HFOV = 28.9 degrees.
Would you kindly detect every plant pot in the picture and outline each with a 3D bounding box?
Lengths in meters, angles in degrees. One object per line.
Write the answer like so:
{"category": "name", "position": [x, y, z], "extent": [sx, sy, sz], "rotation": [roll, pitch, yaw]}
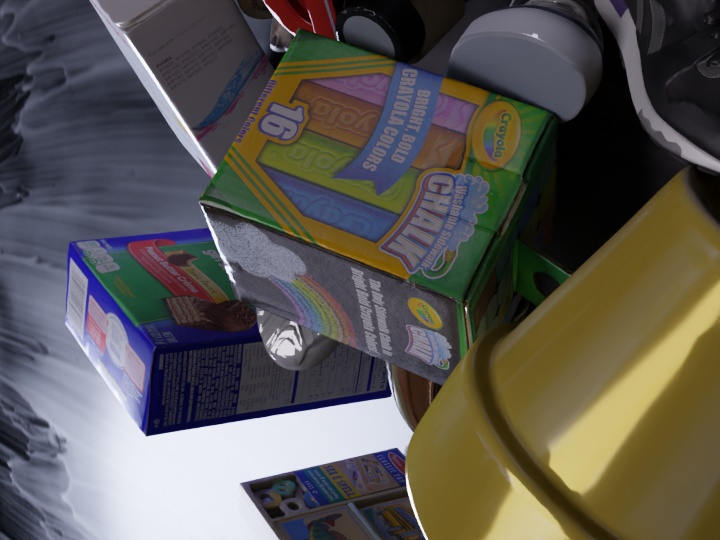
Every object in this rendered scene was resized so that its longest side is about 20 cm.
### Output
{"category": "plant pot", "position": [0.149, 0.063, 0.632], "extent": [0.189, 0.200, 0.201], "rotation": [-60, 44, 26]}

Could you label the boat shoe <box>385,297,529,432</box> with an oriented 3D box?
{"category": "boat shoe", "position": [0.065, 0.015, 0.874], "extent": [0.074, 0.075, 0.201], "rotation": [15, 110, 44]}

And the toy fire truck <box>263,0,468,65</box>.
{"category": "toy fire truck", "position": [-0.051, -0.203, 0.777], "extent": [0.199, 0.129, 0.176], "rotation": [18, 143, 35]}

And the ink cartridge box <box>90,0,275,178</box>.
{"category": "ink cartridge box", "position": [-0.125, -0.159, 1.064], "extent": [0.148, 0.085, 0.200], "rotation": [49, 171, 46]}

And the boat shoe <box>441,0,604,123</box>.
{"category": "boat shoe", "position": [0.099, -0.126, 0.763], "extent": [0.086, 0.074, 0.202], "rotation": [-55, 3, -7]}

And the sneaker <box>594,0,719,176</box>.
{"category": "sneaker", "position": [0.157, -0.121, 0.631], "extent": [0.200, 0.075, 0.088], "rotation": [-109, 18, -47]}

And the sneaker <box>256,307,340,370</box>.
{"category": "sneaker", "position": [0.000, 0.000, 0.915], "extent": [0.078, 0.200, 0.100], "rotation": [7, 138, 27]}

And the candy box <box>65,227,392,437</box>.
{"category": "candy box", "position": [-0.095, 0.035, 1.029], "extent": [0.169, 0.199, 0.077], "rotation": [42, 129, 48]}

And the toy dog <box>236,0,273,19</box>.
{"category": "toy dog", "position": [-0.029, -0.263, 0.993], "extent": [0.200, 0.096, 0.133], "rotation": [-25, 71, 44]}

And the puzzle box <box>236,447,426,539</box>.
{"category": "puzzle box", "position": [0.018, 0.195, 0.932], "extent": [0.200, 0.133, 0.026], "rotation": [43, 133, 47]}

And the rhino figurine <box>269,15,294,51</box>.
{"category": "rhino figurine", "position": [-0.042, -0.221, 0.887], "extent": [0.087, 0.060, 0.201], "rotation": [-14, 79, 23]}

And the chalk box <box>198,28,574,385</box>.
{"category": "chalk box", "position": [0.035, -0.024, 0.759], "extent": [0.199, 0.124, 0.125], "rotation": [21, 157, 15]}
